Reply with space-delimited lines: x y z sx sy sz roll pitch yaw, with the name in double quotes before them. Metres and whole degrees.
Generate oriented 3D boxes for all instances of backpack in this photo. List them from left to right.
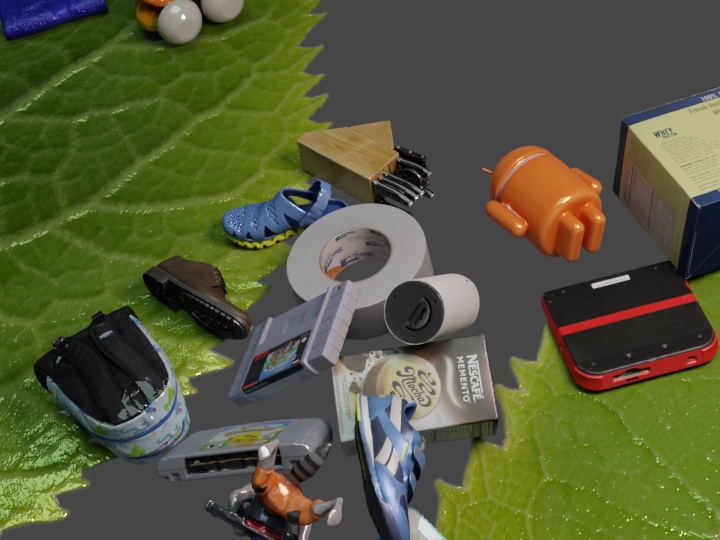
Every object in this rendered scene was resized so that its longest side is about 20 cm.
"backpack" -0.308 0.157 1.677 0.162 0.155 0.199 -34 29 -23

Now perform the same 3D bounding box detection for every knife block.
"knife block" 0.008 -0.139 1.928 0.197 0.064 0.177 -8 47 3

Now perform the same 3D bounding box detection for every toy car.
"toy car" -0.312 -0.509 2.260 0.199 0.151 0.175 -30 50 -17

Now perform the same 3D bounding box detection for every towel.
"towel" -0.573 -0.503 2.369 0.198 0.050 0.148 -20 47 -8

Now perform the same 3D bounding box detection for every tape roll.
"tape roll" 0.000 0.000 1.792 0.197 0.067 0.202 -10 45 10

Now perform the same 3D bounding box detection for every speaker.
"speaker" 0.095 0.048 1.654 0.080 0.082 0.200 1 3 18

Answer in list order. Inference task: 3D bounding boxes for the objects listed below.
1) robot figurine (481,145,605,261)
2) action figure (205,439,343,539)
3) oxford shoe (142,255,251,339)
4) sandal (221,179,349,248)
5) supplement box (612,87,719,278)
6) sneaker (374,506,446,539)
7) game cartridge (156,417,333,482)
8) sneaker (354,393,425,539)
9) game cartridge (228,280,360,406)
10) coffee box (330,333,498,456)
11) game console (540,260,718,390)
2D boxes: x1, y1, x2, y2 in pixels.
"robot figurine" 0.260 -0.098 1.814 0.144 0.116 0.200 -47 52 5
"action figure" -0.069 0.280 1.499 0.199 0.194 0.105 31 60 -5
"oxford shoe" -0.215 0.028 1.811 0.199 0.073 0.084 32 58 32
"sandal" -0.109 -0.089 1.890 0.197 0.088 0.080 -9 49 4
"supplement box" 0.485 -0.128 1.776 0.198 0.135 0.201 -18 47 -15
"sneaker" 0.092 0.357 1.465 0.081 0.077 0.199 -41 46 -17
"game cartridge" -0.139 0.220 1.595 0.197 0.041 0.133 -8 3 13
"sneaker" 0.042 0.228 1.499 0.081 0.074 0.202 -4 55 -9
"game cartridge" -0.089 0.097 1.676 0.199 0.038 0.130 -27 28 42
"coffee box" 0.068 0.157 1.617 0.197 0.080 0.114 -9 69 2
"game console" 0.356 0.071 1.706 0.197 0.031 0.178 -14 41 -4
